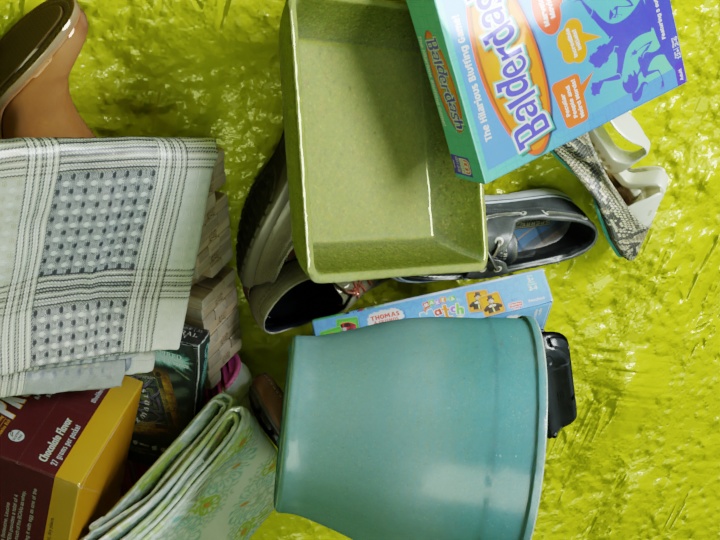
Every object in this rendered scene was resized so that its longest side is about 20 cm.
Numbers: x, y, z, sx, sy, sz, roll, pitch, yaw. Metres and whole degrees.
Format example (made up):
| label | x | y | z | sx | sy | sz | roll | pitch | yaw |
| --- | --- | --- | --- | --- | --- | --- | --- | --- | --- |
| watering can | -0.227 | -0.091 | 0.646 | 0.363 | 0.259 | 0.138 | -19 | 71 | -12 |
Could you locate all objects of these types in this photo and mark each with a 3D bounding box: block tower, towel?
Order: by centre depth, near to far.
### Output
| label | x | y | z | sx | sy | sz | roll | pitch | yaw |
| --- | --- | --- | --- | --- | --- | --- | --- | --- | --- |
| towel | -0.196 | 0.001 | 0.927 | 0.191 | 0.034 | 0.202 | -6 | 122 | -45 |
| block tower | -0.136 | -0.004 | 1.060 | 0.054 | 0.058 | 0.202 | 15 | 126 | 23 |
| towel | -0.133 | 0.201 | 1.078 | 0.171 | 0.048 | 0.200 | -46 | 155 | -13 |

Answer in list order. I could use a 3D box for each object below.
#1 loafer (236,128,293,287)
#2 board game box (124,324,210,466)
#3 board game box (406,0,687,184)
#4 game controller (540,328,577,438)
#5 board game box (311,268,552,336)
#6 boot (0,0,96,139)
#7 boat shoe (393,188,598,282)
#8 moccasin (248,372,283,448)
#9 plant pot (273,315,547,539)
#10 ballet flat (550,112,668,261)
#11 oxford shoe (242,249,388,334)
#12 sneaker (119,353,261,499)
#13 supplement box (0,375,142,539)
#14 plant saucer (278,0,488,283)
| label | x | y | z | sx | sy | sz | roll | pitch | yaw |
| --- | --- | --- | --- | --- | --- | --- | --- | --- | --- |
| loafer | -0.041 | -0.067 | 1.040 | 0.067 | 0.076 | 0.201 | 18 | 117 | -19 |
| board game box | -0.225 | 0.085 | 1.077 | 0.198 | 0.028 | 0.136 | 14 | 122 | 6 |
| board game box | 0.141 | -0.174 | 0.974 | 0.199 | 0.045 | 0.153 | -27 | 113 | -20 |
| game controller | 0.141 | 0.108 | 1.187 | 0.103 | 0.043 | 0.200 | -5 | 152 | 9 |
| board game box | 0.059 | 0.066 | 1.141 | 0.198 | 0.037 | 0.152 | -11 | 154 | -6 |
| boot | -0.217 | -0.096 | 0.987 | 0.154 | 0.074 | 0.200 | 26 | 115 | -35 |
| boat shoe | 0.109 | -0.026 | 1.082 | 0.198 | 0.057 | 0.069 | -14 | 123 | -30 |
| moccasin | -0.014 | 0.152 | 1.130 | 0.201 | 0.074 | 0.078 | 42 | 87 | -13 |
| plant pot | 0.030 | 0.124 | 1.009 | 0.186 | 0.201 | 0.202 | 7 | 122 | -4 |
| ballet flat | 0.210 | -0.085 | 1.093 | 0.075 | 0.068 | 0.200 | -19 | 128 | 29 |
| oxford shoe | 0.000 | 0.000 | 1.096 | 0.199 | 0.075 | 0.071 | -27 | 123 | 4 |
| sneaker | -0.148 | 0.165 | 1.167 | 0.200 | 0.082 | 0.088 | -43 | 121 | 16 |
| supplement box | -0.302 | 0.164 | 1.048 | 0.198 | 0.133 | 0.199 | 19 | 123 | 3 |
| plant saucer | 0.010 | -0.095 | 0.972 | 0.199 | 0.048 | 0.203 | -4 | 89 | -47 |
